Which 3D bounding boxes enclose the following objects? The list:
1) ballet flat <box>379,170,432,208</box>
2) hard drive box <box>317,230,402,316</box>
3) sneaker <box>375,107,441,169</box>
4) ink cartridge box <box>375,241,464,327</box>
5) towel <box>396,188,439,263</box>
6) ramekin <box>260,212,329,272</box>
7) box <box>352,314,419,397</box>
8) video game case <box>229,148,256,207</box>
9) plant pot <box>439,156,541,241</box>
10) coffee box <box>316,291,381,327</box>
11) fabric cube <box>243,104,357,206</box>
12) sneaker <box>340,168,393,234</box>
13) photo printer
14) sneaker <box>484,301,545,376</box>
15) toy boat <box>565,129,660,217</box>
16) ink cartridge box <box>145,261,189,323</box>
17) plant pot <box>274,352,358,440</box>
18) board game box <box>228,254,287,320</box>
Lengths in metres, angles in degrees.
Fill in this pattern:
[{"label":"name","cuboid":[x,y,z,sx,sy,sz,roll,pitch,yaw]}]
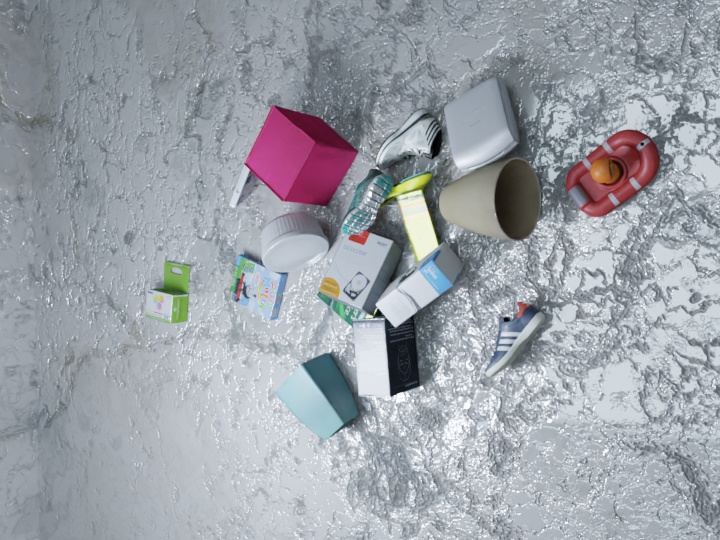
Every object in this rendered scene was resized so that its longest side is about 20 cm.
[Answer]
[{"label":"ballet flat","cuboid":[0.114,-0.208,1.623,0.199,0.067,0.068,-12,91,41]},{"label":"hard drive box","cuboid":[0.000,0.000,1.658,0.155,0.077,0.201,20,80,32]},{"label":"sneaker","cuboid":[0.130,-0.315,1.598,0.200,0.075,0.116,-45,65,25]},{"label":"ink cartridge box","cuboid":[0.150,0.035,1.541,0.200,0.145,0.084,-40,95,29]},{"label":"towel","cuboid":[0.156,-0.110,1.588,0.086,0.018,0.201,-9,105,40]},{"label":"ramekin","cuboid":[-0.197,-0.085,1.769,0.202,0.202,0.095,-36,60,30]},{"label":"box","cuboid":[0.068,0.221,1.613,0.106,0.148,0.202,-7,87,35]},{"label":"video game case","cuboid":[-0.336,-0.297,1.866,0.024,0.200,0.183,24,108,-4]},{"label":"plant pot","cuboid":[0.289,-0.163,1.445,0.199,0.186,0.189,3,93,48]},{"label":"coffee box","cuboid":[-0.024,0.080,1.736,0.200,0.044,0.123,41,112,27]},{"label":"fabric cube","cuboid":[-0.170,-0.321,1.734,0.200,0.199,0.197,45,116,25]},{"label":"sneaker","cuboid":[0.010,-0.185,1.634,0.200,0.077,0.091,-52,37,18]},{"label":"photo printer","cuboid":[0.288,-0.340,1.455,0.166,0.069,0.201,-24,57,33]},{"label":"sneaker","cuboid":[0.350,0.161,1.462,0.084,0.075,0.200,42,104,25]},{"label":"toy boat","cuboid":[0.526,-0.209,1.291,0.200,0.130,0.131,-41,69,28]},{"label":"ink cartridge box","cuboid":[-0.689,0.076,2.182,0.147,0.076,0.202,9,98,34]},{"label":"plant pot","cuboid":[-0.112,0.370,1.753,0.141,0.141,0.200,-46,74,27]},{"label":"board game box","cuboid":[-0.331,0.051,1.955,0.199,0.036,0.152,22,103,32]}]
